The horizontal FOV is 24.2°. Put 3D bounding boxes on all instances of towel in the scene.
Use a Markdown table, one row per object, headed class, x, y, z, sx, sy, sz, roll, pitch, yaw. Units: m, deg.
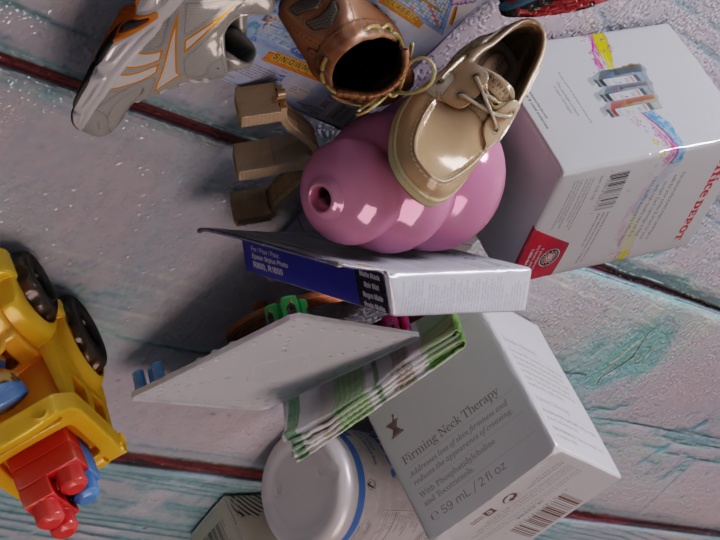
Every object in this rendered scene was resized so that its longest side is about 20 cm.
| class | x | y | z | sx | sy | sz | roll | pitch | yaw |
| --- | --- | --- | --- | --- | --- | --- | --- | --- | --- |
| towel | 0.009 | 0.094 | 1.609 | 0.199 | 0.149 | 0.031 | -35 | 106 | 6 |

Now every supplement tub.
| class | x | y | z | sx | sy | sz | roll | pitch | yaw |
| --- | --- | --- | --- | --- | --- | --- | --- | --- | --- |
| supplement tub | 0.003 | 0.236 | 1.790 | 0.199 | 0.133 | 0.132 | 9 | 133 | -48 |

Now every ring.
| class | x | y | z | sx | sy | sz | roll | pitch | yaw |
| --- | --- | --- | --- | --- | --- | --- | --- | --- | --- |
| ring | -0.027 | 0.039 | 1.532 | 0.198 | 0.019 | 0.201 | -11 | 165 | -3 |

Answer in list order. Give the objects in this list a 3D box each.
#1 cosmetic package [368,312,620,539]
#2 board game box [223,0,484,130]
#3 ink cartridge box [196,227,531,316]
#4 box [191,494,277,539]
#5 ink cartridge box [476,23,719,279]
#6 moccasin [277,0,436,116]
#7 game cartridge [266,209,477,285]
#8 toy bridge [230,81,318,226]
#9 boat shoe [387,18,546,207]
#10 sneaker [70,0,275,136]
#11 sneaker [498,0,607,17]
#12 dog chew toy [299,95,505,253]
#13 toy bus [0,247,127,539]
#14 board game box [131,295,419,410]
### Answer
| class | x | y | z | sx | sy | sz | roll | pitch | yaw |
| --- | --- | --- | --- | --- | --- | --- | --- | --- | --- |
| cosmetic package | 0.127 | 0.160 | 1.709 | 0.167 | 0.201 | 0.166 | -38 | 149 | 17 |
| board game box | -0.009 | -0.202 | 1.217 | 0.199 | 0.041 | 0.199 | -42 | 147 | 22 |
| ink cartridge box | 0.000 | 0.000 | 1.337 | 0.198 | 0.199 | 0.041 | 2 | 99 | -38 |
| box | -0.084 | 0.297 | 1.870 | 0.199 | 0.069 | 0.082 | 6 | 136 | -44 |
| ink cartridge box | 0.197 | -0.102 | 1.431 | 0.198 | 0.146 | 0.146 | -11 | 145 | -27 |
| moccasin | 0.004 | -0.148 | 1.168 | 0.073 | 0.078 | 0.201 | -36 | 166 | 1 |
| game cartridge | 0.020 | -0.032 | 1.504 | 0.199 | 0.039 | 0.130 | 8 | 130 | -45 |
| toy bridge | -0.066 | -0.090 | 1.300 | 0.066 | 0.028 | 0.200 | -10 | 159 | -10 |
| boat shoe | 0.081 | -0.125 | 1.242 | 0.064 | 0.071 | 0.201 | -33 | -162 | 44 |
| sneaker | -0.124 | -0.146 | 1.130 | 0.091 | 0.076 | 0.200 | 30 | 133 | -15 |
| sneaker | 0.164 | -0.253 | 1.248 | 0.078 | 0.097 | 0.200 | -8 | 170 | -29 |
| dog chew toy | 0.027 | -0.070 | 1.289 | 0.199 | 0.125 | 0.125 | -16 | 152 | -53 |
| toy bus | -0.270 | 0.108 | 1.321 | 0.135 | 0.193 | 0.200 | -27 | 148 | 2 |
| board game box | -0.077 | 0.078 | 1.526 | 0.199 | 0.026 | 0.199 | -26 | 159 | 30 |
